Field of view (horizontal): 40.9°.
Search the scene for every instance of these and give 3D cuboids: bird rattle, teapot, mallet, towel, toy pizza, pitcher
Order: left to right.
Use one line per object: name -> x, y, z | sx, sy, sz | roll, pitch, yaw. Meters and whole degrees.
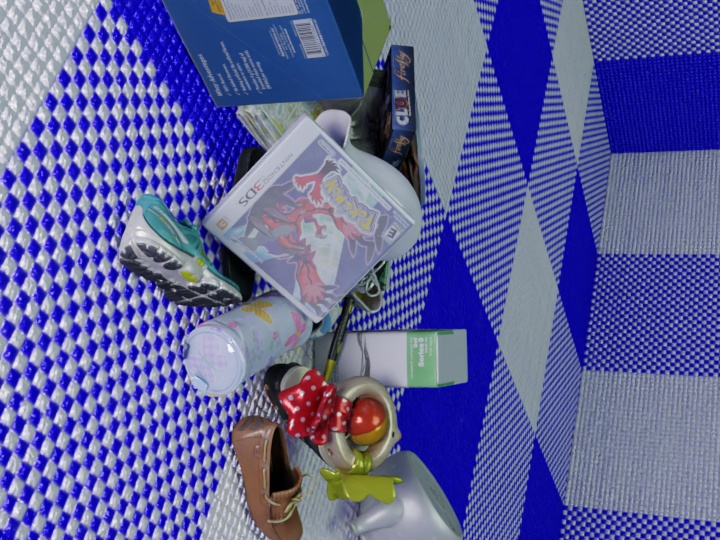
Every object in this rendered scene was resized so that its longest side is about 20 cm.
towel -> -0.080, -0.237, 1.298 | 0.171, 0.048, 0.201 | 52, 55, -45
mallet -> -0.041, 0.139, 1.402 | 0.066, 0.041, 0.201 | 38, 71, -63
pitcher -> -0.021, -0.082, 1.254 | 0.172, 0.121, 0.200 | -46, 130, 0
bird rattle -> -0.017, 0.210, 1.286 | 0.163, 0.112, 0.201 | -38, 105, -43
teapot -> 0.066, 0.406, 1.587 | 0.200, 0.146, 0.198 | 53, 7, -20
toy pizza -> 0.071, -0.193, 1.468 | 0.200, 0.031, 0.202 | 174, -90, -90

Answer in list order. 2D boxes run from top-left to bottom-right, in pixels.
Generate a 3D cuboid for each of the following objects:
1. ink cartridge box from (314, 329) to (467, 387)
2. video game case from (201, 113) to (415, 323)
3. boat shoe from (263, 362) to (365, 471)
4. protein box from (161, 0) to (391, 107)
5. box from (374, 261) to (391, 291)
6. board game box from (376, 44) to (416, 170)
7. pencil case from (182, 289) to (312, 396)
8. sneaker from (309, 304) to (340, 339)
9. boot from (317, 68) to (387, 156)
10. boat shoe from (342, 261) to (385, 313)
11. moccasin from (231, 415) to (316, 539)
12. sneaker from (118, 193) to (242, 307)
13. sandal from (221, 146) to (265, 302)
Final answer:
ink cartridge box -> 0.046, 0.132, 1.457 | 0.146, 0.198, 0.085 | 5, 83, -66
video game case -> -0.060, -0.059, 1.179 | 0.200, 0.182, 0.023 | 42, 7, -25
boat shoe -> -0.059, 0.203, 1.326 | 0.074, 0.063, 0.202 | -48, 120, -24
protein box -> -0.097, -0.311, 1.111 | 0.199, 0.198, 0.136 | 65, 34, -44
box -> 0.036, -0.069, 1.558 | 0.144, 0.036, 0.202 | -17, 111, -86
board game box -> 0.041, -0.209, 1.388 | 0.200, 0.034, 0.137 | 113, -21, -65
pencil case -> -0.134, 0.086, 1.186 | 0.200, 0.083, 0.091 | -32, 138, -62
sneaker -> -0.081, 0.008, 1.325 | 0.073, 0.071, 0.201 | -50, 133, -42
boot -> -0.031, -0.205, 1.278 | 0.199, 0.069, 0.133 | -7, 106, -48
boat shoe -> -0.003, 0.004, 1.388 | 0.075, 0.086, 0.202 | -48, 149, -20
moccasin -> -0.106, 0.278, 1.258 | 0.074, 0.077, 0.203 | -44, 130, -55
sneaker -> -0.190, -0.015, 1.072 | 0.200, 0.077, 0.080 | 51, 37, -56
sandal -> -0.135, -0.061, 1.219 | 0.075, 0.048, 0.202 | 28, 65, -64
